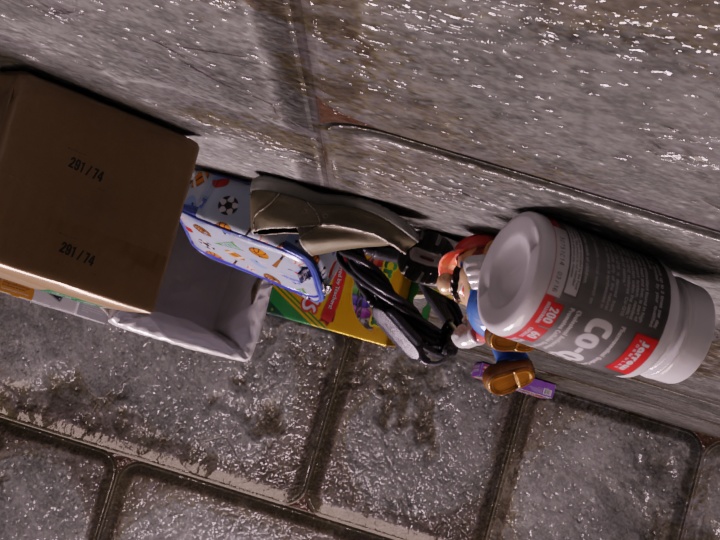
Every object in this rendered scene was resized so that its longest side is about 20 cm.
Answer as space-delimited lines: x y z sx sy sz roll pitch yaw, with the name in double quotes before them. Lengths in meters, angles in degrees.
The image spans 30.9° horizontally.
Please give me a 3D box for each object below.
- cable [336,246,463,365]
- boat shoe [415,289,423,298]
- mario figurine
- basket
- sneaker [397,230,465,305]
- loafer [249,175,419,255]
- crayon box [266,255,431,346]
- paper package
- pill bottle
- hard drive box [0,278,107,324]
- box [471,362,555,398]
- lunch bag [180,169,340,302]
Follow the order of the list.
"cable" 0.050 0.013 1.494 0.200 0.051 0.163 47 -149 -1
"boat shoe" 0.000 0.000 1.702 0.198 0.076 0.068 16 168 -2
"mario figurine" 0.114 0.036 1.302 0.105 0.124 0.201 28 -156 -22
"basket" -0.221 -0.005 1.713 0.198 0.201 0.161 18 178 -18
"sneaker" 0.140 0.010 1.437 0.199 0.079 0.090 27 -179 35
"loafer" -0.032 -0.045 1.399 0.198 0.070 0.075 15 174 20
"crayon box" -0.007 0.016 1.613 0.198 0.129 0.051 14 180 18
"paper package" -0.284 -0.072 1.282 0.198 0.193 0.103 19 174 -32
"pill bottle" 0.216 0.030 1.183 0.198 0.115 0.114 19 174 -21
"hard drive box" -0.412 -0.042 1.862 0.154 0.202 0.077 13 172 28
"box" 0.391 0.283 3.346 0.198 0.040 0.137 17 173 -3
"lunch bag" -0.114 -0.035 1.537 0.198 0.076 0.161 24 160 13
